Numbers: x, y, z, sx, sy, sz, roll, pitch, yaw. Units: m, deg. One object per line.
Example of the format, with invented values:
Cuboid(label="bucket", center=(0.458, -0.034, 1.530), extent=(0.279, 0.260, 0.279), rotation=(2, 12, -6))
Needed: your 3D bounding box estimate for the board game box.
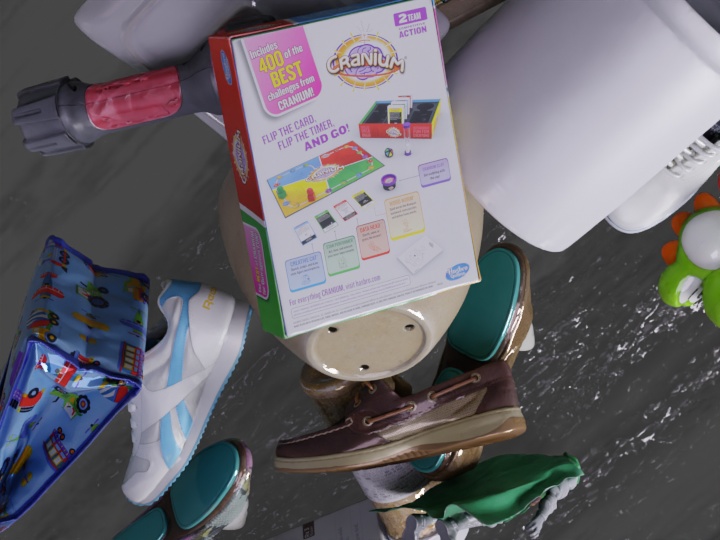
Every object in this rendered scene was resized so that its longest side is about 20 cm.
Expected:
Cuboid(label="board game box", center=(-0.008, -0.072, 1.261), extent=(0.152, 0.040, 0.201), rotation=(-15, 103, -24))

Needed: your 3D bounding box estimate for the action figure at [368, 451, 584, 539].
Cuboid(label="action figure", center=(0.117, 0.183, 1.533), extent=(0.118, 0.199, 0.055), rotation=(6, 105, 43))

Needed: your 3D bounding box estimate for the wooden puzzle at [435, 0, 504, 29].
Cuboid(label="wooden puzzle", center=(0.008, -0.234, 1.337), extent=(0.199, 0.037, 0.186), rotation=(-25, 120, 11))

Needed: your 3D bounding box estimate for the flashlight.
Cuboid(label="flashlight", center=(-0.145, -0.123, 1.310), extent=(0.199, 0.068, 0.068), rotation=(-11, 126, 18))

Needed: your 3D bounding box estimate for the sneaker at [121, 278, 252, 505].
Cuboid(label="sneaker", center=(-0.154, 0.096, 1.511), extent=(0.080, 0.077, 0.201), rotation=(22, 111, -7))

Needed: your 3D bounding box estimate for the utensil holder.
Cuboid(label="utensil holder", center=(0.163, -0.136, 1.333), extent=(0.170, 0.170, 0.200), rotation=(36, 116, -22))

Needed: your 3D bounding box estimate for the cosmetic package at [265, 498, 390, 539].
Cuboid(label="cosmetic package", center=(-0.058, 0.286, 1.605), extent=(0.199, 0.113, 0.081), rotation=(-22, 121, 7))

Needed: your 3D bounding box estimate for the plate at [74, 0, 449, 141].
Cuboid(label="plate", center=(-0.072, -0.166, 1.326), extent=(0.200, 0.032, 0.199), rotation=(37, 126, -21))

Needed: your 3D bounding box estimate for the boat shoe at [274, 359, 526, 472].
Cuboid(label="boat shoe", center=(0.025, 0.111, 1.460), extent=(0.199, 0.072, 0.072), rotation=(-14, 81, 17))

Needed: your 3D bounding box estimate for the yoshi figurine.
Cuboid(label="yoshi figurine", center=(0.314, -0.029, 1.441), extent=(0.112, 0.112, 0.200), rotation=(25, 120, -25))

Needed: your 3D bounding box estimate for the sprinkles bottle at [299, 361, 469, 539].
Cuboid(label="sprinkles bottle", center=(0.021, 0.149, 1.550), extent=(0.068, 0.068, 0.201), rotation=(-23, 120, 10))

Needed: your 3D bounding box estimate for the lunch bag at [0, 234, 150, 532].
Cuboid(label="lunch bag", center=(-0.245, 0.103, 1.458), extent=(0.094, 0.151, 0.201), rotation=(24, 117, -17))

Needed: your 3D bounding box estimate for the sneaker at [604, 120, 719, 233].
Cuboid(label="sneaker", center=(0.248, -0.105, 1.402), extent=(0.073, 0.071, 0.200), rotation=(38, 109, -4))

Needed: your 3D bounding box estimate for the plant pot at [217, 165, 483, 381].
Cuboid(label="plant pot", center=(0.000, 0.000, 1.384), extent=(0.199, 0.135, 0.201), rotation=(-5, 143, -4))

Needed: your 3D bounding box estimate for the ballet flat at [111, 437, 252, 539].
Cuboid(label="ballet flat", center=(-0.141, 0.211, 1.587), extent=(0.071, 0.069, 0.200), rotation=(25, 122, -38))

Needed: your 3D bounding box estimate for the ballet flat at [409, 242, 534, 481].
Cuboid(label="ballet flat", center=(0.100, 0.075, 1.506), extent=(0.072, 0.068, 0.201), rotation=(10, 102, -46))
